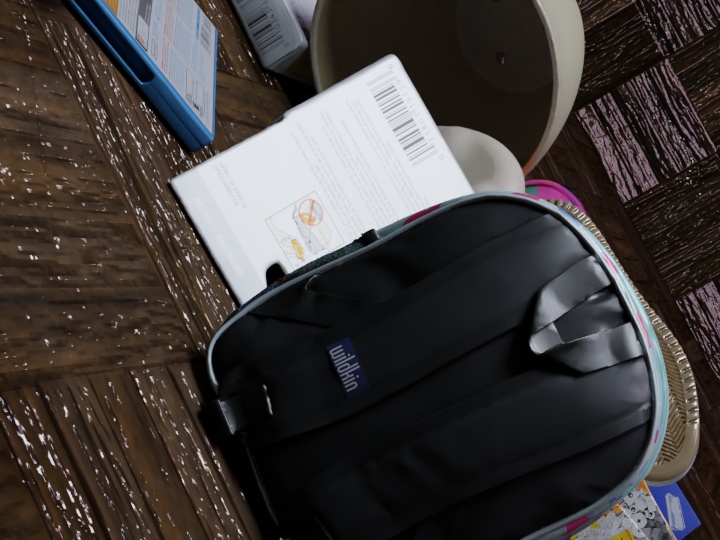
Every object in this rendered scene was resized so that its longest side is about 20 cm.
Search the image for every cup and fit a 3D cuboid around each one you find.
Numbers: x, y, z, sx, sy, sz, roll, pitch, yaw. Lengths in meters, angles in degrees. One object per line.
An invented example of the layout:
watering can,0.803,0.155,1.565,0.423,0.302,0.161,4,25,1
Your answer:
cup,0.084,-0.163,1.108,0.143,0.200,0.201,-33,94,-50

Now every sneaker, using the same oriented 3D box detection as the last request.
sneaker,0.150,0.063,0.966,0.113,0.071,0.201,87,-16,-57

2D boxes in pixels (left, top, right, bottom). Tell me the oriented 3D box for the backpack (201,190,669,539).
backpack,0.049,0.061,0.745,0.179,0.199,0.150,63,16,13

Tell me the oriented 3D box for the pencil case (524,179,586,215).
pencil case,0.144,0.016,1.162,0.200,0.088,0.089,62,8,-54

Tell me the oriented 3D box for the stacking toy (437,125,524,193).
stacking toy,0.055,0.015,1.056,0.147,0.145,0.201,-100,174,-51

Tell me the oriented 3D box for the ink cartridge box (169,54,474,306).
ink cartridge box,0.000,0.000,0.887,0.201,0.173,0.043,60,-29,-3

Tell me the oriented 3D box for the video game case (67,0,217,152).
video game case,-0.148,-0.178,0.883,0.200,0.018,0.144,52,18,-31

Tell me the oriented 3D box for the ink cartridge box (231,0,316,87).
ink cartridge box,-0.065,-0.237,1.206,0.199,0.047,0.200,63,14,11

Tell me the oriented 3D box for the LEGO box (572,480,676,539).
LEGO box,0.118,0.149,0.915,0.150,0.077,0.200,63,-7,9

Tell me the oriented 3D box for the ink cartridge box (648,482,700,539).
ink cartridge box,0.159,0.121,1.067,0.094,0.044,0.200,57,-4,-16
